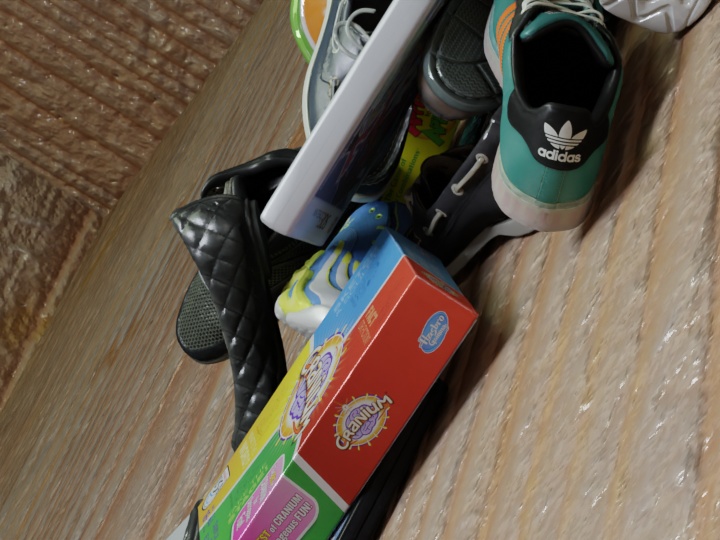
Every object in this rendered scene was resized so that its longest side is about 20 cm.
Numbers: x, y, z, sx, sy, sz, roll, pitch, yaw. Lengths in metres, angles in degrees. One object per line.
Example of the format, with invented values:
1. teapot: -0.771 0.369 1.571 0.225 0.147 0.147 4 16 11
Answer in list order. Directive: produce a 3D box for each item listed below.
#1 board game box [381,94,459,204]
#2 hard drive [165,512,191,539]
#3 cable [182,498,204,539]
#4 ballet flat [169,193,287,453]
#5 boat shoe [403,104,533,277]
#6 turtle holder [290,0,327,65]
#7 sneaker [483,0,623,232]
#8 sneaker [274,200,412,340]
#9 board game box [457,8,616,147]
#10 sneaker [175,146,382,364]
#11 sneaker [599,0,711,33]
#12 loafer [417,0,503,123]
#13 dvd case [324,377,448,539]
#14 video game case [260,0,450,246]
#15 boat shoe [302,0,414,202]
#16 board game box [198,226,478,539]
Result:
1. board game box: 0.049 -0.132 1.472 0.102 0.048 0.200 -88 19 -71
2. hard drive: -0.156 0.249 1.466 0.200 0.026 0.132 -48 14 40
3. cable: -0.093 0.213 1.226 0.200 0.050 0.097 -78 3 -66
4. ballet flat: -0.077 0.051 1.348 0.066 0.057 0.200 -69 -28 -82
5. boat shoe: 0.060 -0.044 1.234 0.074 0.060 0.200 -58 10 -19
6. turtle holder: 0.045 -0.205 1.641 0.132 0.185 0.141 148 121 -68
7. sneaker: 0.106 -0.114 1.126 0.200 0.071 0.080 -88 8 -45
8. sneaker: 0.000 0.000 1.343 0.105 0.076 0.200 -57 9 0
9. board game box: 0.116 -0.138 1.342 0.135 0.028 0.200 -47 15 46
10. sneaker: -0.082 -0.012 1.439 0.114 0.076 0.199 -1 -37 -51
11. sneaker: 0.193 -0.227 1.107 0.199 0.079 0.130 119 167 -49
12. loafer: 0.091 -0.145 1.246 0.200 0.072 0.063 -52 1 -35
13. dvd case: -0.022 0.135 1.201 0.143 0.018 0.200 -61 10 -20
14. video game case: 0.013 -0.105 1.259 0.200 0.023 0.182 -58 -5 2
15. boat shoe: 0.012 -0.143 1.387 0.062 0.075 0.200 141 143 -63
16. board game box: -0.017 0.080 1.173 0.200 0.040 0.153 -56 10 6
